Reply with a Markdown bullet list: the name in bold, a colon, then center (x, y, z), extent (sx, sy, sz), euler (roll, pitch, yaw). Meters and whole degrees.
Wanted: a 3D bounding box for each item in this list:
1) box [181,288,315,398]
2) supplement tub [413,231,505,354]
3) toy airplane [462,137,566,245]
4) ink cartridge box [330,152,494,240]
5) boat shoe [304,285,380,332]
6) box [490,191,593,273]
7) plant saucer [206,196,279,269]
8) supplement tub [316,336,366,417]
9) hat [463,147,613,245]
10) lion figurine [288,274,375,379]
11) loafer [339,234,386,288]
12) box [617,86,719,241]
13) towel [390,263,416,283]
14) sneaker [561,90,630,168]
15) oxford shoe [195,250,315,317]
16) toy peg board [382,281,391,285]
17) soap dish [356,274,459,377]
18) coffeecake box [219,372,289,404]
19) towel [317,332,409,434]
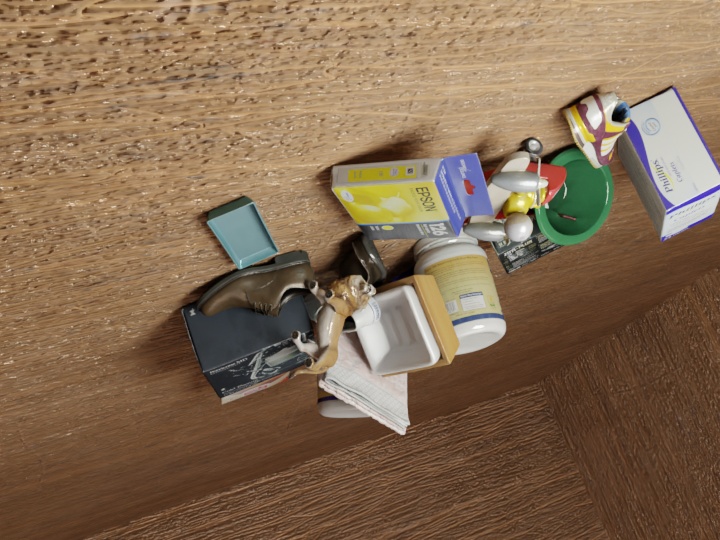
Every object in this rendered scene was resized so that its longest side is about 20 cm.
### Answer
- **box**: center (-0.185, 0.112, 1.453), extent (0.197, 0.126, 0.197), euler (-21, 160, -8)
- **supplement tub**: center (0.177, 0.039, 1.538), extent (0.141, 0.204, 0.145), euler (-11, 159, -4)
- **toy airplane**: center (0.215, -0.108, 1.302), extent (0.198, 0.143, 0.199), euler (-32, 160, 26)
- **ink cartridge box**: center (0.080, -0.097, 1.183), extent (0.196, 0.048, 0.198), euler (0, 160, 17)
- **boat shoe**: center (-0.051, 0.071, 1.487), extent (0.065, 0.075, 0.198), euler (-27, -166, -36)
- **box**: center (0.338, -0.090, 1.587), extent (0.197, 0.087, 0.164), euler (-27, 162, 10)
- **plant saucer**: center (-0.165, -0.052, 1.191), extent (0.069, 0.019, 0.200), euler (-23, 161, -3)
- **supplement tub**: center (-0.018, 0.187, 1.685), extent (0.142, 0.204, 0.146), euler (-2, 165, 0)
- **hat**: center (0.319, -0.143, 1.493), extent (0.196, 0.169, 0.175), euler (-1, -166, -28)
- **lion figurine**: center (-0.049, 0.093, 1.353), extent (0.122, 0.072, 0.203), euler (38, 73, -57)
- **loafer**: center (0.000, 0.000, 1.442), extent (0.070, 0.074, 0.200), euler (-23, 162, -6)
- **box**: center (0.521, -0.175, 1.422), extent (0.103, 0.187, 0.200), euler (-25, 162, 11)
- **towel**: center (0.102, 0.087, 1.666), extent (0.146, 0.049, 0.204), euler (-26, 129, -38)
- **sneaker**: center (0.385, -0.220, 1.309), extent (0.089, 0.076, 0.199), euler (-25, 163, 24)
- **oxford shoe**: center (-0.164, 0.039, 1.337), extent (0.196, 0.086, 0.073), euler (-20, 163, -7)
- **toy peg board**: center (0.112, 0.094, 1.800), extent (0.197, 0.099, 0.200), euler (-14, 160, -27)
- **soap dish**: center (0.076, 0.096, 1.464), extent (0.080, 0.160, 0.199), euler (-24, -178, -36)
- **coffeecake box**: center (-0.220, 0.187, 1.690), extent (0.151, 0.074, 0.201), euler (-19, 162, -17)
- **towel**: center (0.007, 0.187, 1.538), extent (0.198, 0.192, 0.032), euler (33, 116, -20)
